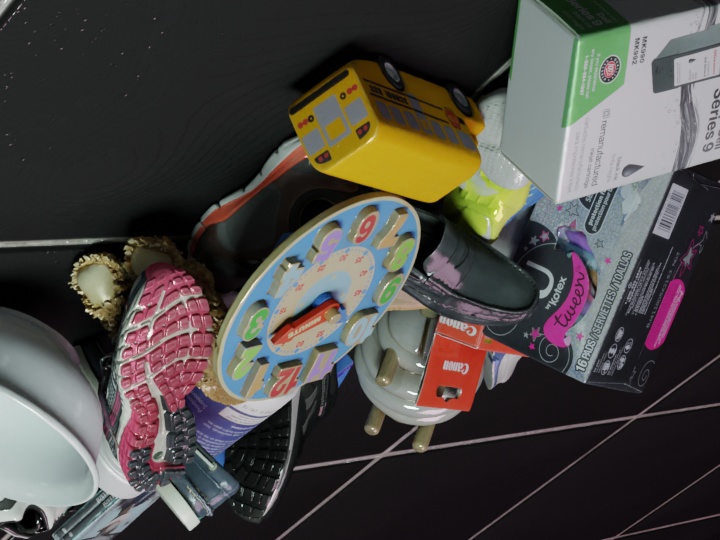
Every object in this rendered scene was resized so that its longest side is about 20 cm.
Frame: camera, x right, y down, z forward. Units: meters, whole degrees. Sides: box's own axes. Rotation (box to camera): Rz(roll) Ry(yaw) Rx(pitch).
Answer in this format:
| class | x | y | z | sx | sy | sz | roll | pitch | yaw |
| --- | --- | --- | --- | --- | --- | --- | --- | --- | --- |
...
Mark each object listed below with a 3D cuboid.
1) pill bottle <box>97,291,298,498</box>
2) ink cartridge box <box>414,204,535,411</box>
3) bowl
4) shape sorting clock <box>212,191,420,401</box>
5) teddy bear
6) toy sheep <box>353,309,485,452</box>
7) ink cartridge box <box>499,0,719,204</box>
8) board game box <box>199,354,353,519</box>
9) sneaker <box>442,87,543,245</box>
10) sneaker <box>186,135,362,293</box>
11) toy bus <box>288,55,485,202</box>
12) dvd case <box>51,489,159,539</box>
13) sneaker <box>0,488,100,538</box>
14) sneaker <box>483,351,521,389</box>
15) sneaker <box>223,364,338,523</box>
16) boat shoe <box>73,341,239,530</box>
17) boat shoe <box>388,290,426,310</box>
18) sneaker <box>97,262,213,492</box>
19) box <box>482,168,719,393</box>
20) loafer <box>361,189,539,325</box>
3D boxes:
| class | x | y | z | sx | sy | sz | roll | pitch | yaw |
| --- | --- | --- | --- | --- | --- | --- | --- | --- | --- |
| pill bottle | -0.154 | 0.114 | 1.786 | 0.200 | 0.111 | 0.111 | -38 | 156 | 29 |
| ink cartridge box | 0.120 | 0.035 | 1.840 | 0.109 | 0.050 | 0.201 | 11 | 97 | -59 |
| bowl | -0.273 | 0.090 | 1.561 | 0.200 | 0.091 | 0.201 | 18 | 150 | 10 |
| shape sorting clock | -0.030 | 0.023 | 1.564 | 0.200 | 0.039 | 0.200 | -34 | 155 | -18 |
| teddy bear | -0.139 | 0.031 | 1.614 | 0.200 | 0.067 | 0.145 | 28 | 133 | -33 |
| toy sheep | 0.056 | 0.081 | 1.930 | 0.137 | 0.138 | 0.200 | -17 | 153 | -22 |
| ink cartridge box | 0.215 | -0.151 | 1.548 | 0.199 | 0.084 | 0.147 | -16 | 130 | -25 |
| board game box | -0.095 | 0.150 | 1.959 | 0.152 | 0.045 | 0.200 | -37 | 170 | -25 |
| sneaker | 0.128 | -0.102 | 1.683 | 0.105 | 0.076 | 0.200 | -36 | 166 | -27 |
| sneaker | -0.067 | -0.025 | 1.593 | 0.077 | 0.082 | 0.200 | -7 | 153 | -40 |
| toy bus | 0.028 | -0.102 | 1.524 | 0.065 | 0.079 | 0.200 | -34 | 158 | 23 |
| dvd case | -0.192 | 0.189 | 1.956 | 0.200 | 0.022 | 0.146 | -41 | 170 | 6 |
| sneaker | -0.302 | 0.214 | 1.905 | 0.074 | 0.080 | 0.200 | -34 | 160 | 17 |
| sneaker | 0.169 | 0.045 | 2.043 | 0.115 | 0.081 | 0.200 | -19 | 157 | -12 |
| sneaker | -0.056 | 0.129 | 1.830 | 0.076 | 0.201 | 0.087 | 13 | 179 | 43 |
| boat shoe | -0.169 | 0.123 | 1.683 | 0.062 | 0.200 | 0.075 | -34 | 142 | -10 |
| boat shoe | 0.000 | 0.000 | 1.751 | 0.199 | 0.069 | 0.071 | -1 | 113 | -13 |
| sneaker | -0.167 | 0.076 | 1.562 | 0.080 | 0.075 | 0.201 | -15 | 135 | -33 |
| box | 0.211 | -0.010 | 1.790 | 0.132 | 0.114 | 0.201 | 14 | 99 | -59 |
| loafer | 0.060 | -0.011 | 1.679 | 0.200 | 0.068 | 0.070 | 23 | 152 | -12 |
